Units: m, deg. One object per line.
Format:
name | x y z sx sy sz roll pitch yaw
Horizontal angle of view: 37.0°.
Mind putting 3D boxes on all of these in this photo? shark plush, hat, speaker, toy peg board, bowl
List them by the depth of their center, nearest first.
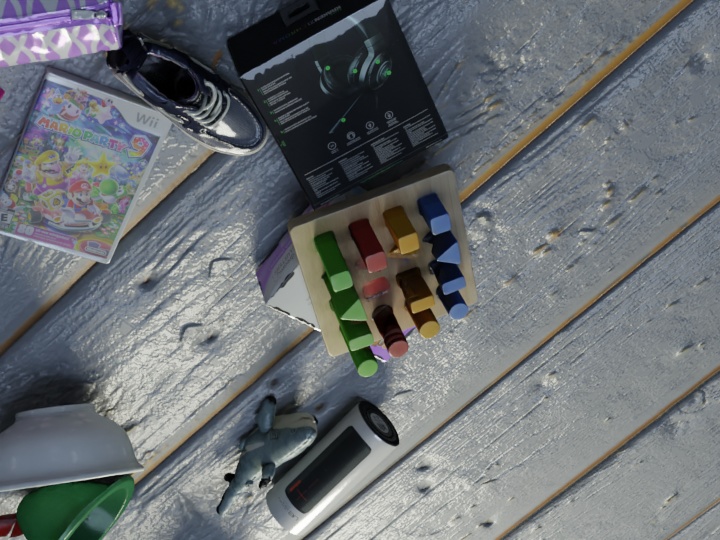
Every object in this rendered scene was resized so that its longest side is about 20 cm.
toy peg board | 0.042 0.014 1.231 0.197 0.098 0.202 -20 129 -5
bowl | -0.368 0.213 1.307 0.198 0.201 0.092 -6 82 -14
hat | -0.426 0.296 1.410 0.200 0.175 0.166 -43 165 -43
shark plush | -0.136 0.254 1.443 0.199 0.084 0.091 -38 127 10
speaker | -0.040 0.276 1.494 0.081 0.082 0.200 34 109 -34

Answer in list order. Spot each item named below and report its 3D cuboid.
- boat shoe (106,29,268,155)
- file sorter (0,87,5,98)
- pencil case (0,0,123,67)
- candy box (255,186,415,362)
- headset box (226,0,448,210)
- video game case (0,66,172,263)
boat shoe | -0.167 -0.172 1.113 0.199 0.093 0.075 28 95 -32
file sorter | -0.454 -0.144 0.966 0.198 0.126 0.139 -7 139 38
pencil case | -0.322 -0.236 1.030 0.197 0.086 0.085 -12 121 -8
candy box | 0.000 0.000 1.314 0.199 0.072 0.168 28 112 -33
headset box | -0.026 -0.198 1.150 0.173 0.093 0.201 -28 128 4
video game case | -0.306 -0.108 1.169 0.142 0.018 0.201 17 117 -27
